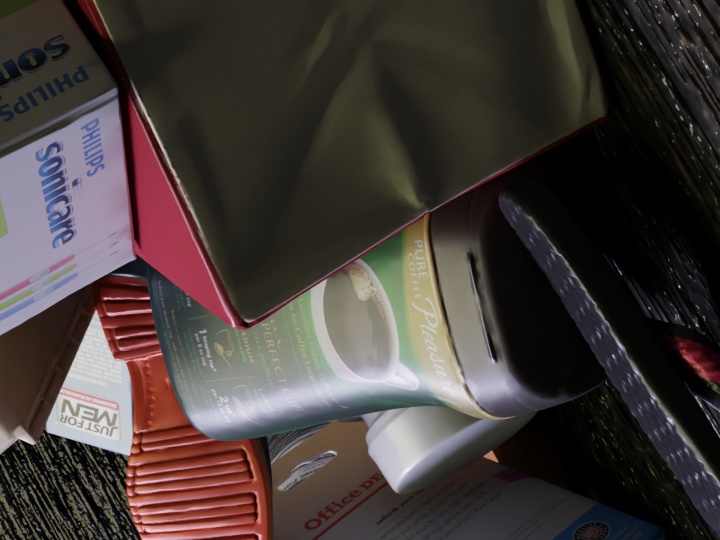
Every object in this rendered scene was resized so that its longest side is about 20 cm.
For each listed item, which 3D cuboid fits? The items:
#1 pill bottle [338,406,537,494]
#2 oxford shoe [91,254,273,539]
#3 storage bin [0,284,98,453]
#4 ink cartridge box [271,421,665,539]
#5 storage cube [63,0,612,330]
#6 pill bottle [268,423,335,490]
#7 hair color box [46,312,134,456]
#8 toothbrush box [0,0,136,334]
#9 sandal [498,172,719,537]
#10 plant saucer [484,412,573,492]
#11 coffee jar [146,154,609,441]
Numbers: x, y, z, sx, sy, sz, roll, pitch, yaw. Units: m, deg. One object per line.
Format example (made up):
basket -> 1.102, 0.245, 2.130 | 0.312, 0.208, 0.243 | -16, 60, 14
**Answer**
pill bottle -> 0.000, 0.000, 1.029 | 0.201, 0.112, 0.113 | 57, 167, 16
oxford shoe -> -0.070, 0.065, 1.010 | 0.073, 0.071, 0.201 | -42, -53, -67
storage bin -> -0.221, -0.013, 0.948 | 0.200, 0.094, 0.199 | 46, -159, -15
ink cartridge box -> 0.035, 0.146, 1.037 | 0.199, 0.115, 0.068 | 19, 129, 40
storage cube -> -0.037, -0.110, 0.813 | 0.180, 0.170, 0.201 | 33, 149, 61
pill bottle -> -0.009, 0.148, 1.273 | 0.200, 0.106, 0.107 | -100, -13, -69
hair color box -> -0.114, -0.019, 1.102 | 0.060, 0.099, 0.201 | 13, 116, 26
toothbrush box -> -0.166, -0.091, 0.780 | 0.201, 0.086, 0.146 | 55, 164, 16
sandal -> 0.123, 0.042, 0.784 | 0.201, 0.045, 0.075 | 56, 174, -1
plant saucer -> 0.060, 0.089, 1.157 | 0.201, 0.037, 0.200 | 57, 166, 22
coffee jar -> 0.010, 0.012, 0.894 | 0.199, 0.085, 0.105 | -7, 101, 40
